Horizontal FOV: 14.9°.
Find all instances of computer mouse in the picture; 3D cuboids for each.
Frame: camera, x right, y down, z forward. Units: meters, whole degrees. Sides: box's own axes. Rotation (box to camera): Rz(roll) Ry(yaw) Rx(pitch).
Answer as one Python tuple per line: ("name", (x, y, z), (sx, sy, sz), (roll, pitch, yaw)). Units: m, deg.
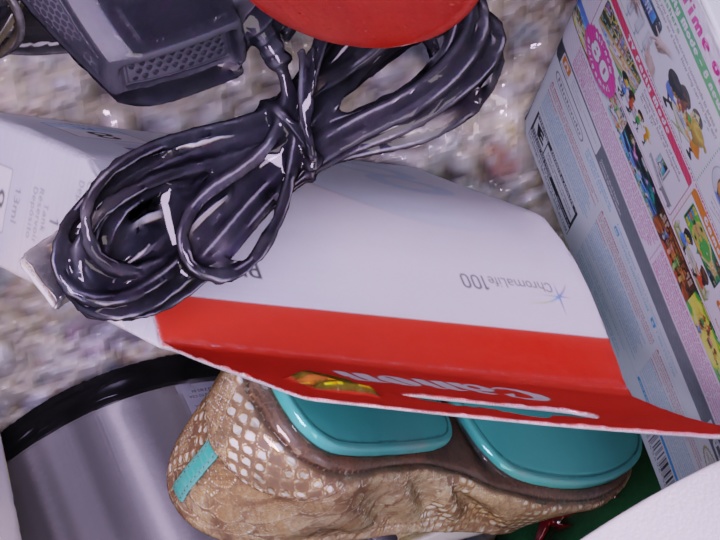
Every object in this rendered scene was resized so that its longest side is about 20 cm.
("computer mouse", (-0.064, -0.099, 0.691), (0.138, 0.053, 0.200), (-34, 107, -16))

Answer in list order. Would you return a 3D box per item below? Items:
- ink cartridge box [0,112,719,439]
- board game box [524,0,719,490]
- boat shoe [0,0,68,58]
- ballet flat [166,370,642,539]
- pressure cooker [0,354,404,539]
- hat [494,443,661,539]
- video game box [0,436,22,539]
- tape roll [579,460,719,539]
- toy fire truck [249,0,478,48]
("ink cartridge box", (0.000, 0.000, 0.775), (0.160, 0.200, 0.047), (7, 97, -34))
("board game box", (0.113, -0.021, 0.792), (0.064, 0.148, 0.200), (-18, 167, -10))
("boat shoe", (-0.118, -0.081, 0.717), (0.200, 0.066, 0.070), (12, 127, -37))
("ballet flat", (0.011, 0.055, 0.851), (0.065, 0.071, 0.200), (-41, 151, 27))
("pressure cooker", (-0.044, 0.149, 0.903), (0.176, 0.200, 0.179), (-28, 141, -1))
("hat", (0.072, 0.063, 1.012), (0.200, 0.176, 0.166), (-29, 178, 15))
("video game box", (-0.155, 0.149, 0.806), (0.047, 0.182, 0.200), (21, 96, -15))
("tape roll", (0.078, 0.120, 0.776), (0.203, 0.037, 0.203), (-29, 155, -15))
("toy fire truck", (-0.002, -0.154, 0.582), (0.168, 0.112, 0.200), (36, 141, -22))
